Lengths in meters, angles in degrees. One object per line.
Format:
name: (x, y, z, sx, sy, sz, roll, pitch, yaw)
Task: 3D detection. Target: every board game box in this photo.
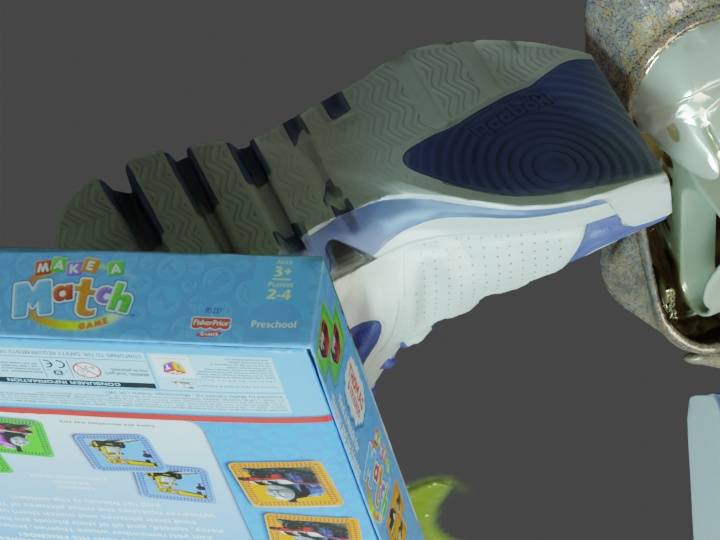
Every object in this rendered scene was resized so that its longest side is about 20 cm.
board game box: (-0.067, 0.058, 0.969, 0.151, 0.037, 0.200, 2, 148, 13)

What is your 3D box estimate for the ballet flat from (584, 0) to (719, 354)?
ballet flat: (0.119, -0.045, 1.039, 0.068, 0.067, 0.200, -24, 140, -11)

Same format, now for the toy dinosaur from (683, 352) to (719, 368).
toy dinosaur: (0.231, 0.004, 1.160, 0.200, 0.086, 0.135, -40, 148, 18)

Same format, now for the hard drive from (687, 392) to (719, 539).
hard drive: (0.222, 0.116, 1.246, 0.200, 0.132, 0.025, 1, 174, -35)

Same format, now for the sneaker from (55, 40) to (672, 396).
sneaker: (-0.001, 0.000, 1.006, 0.199, 0.081, 0.115, -16, 143, -9)
